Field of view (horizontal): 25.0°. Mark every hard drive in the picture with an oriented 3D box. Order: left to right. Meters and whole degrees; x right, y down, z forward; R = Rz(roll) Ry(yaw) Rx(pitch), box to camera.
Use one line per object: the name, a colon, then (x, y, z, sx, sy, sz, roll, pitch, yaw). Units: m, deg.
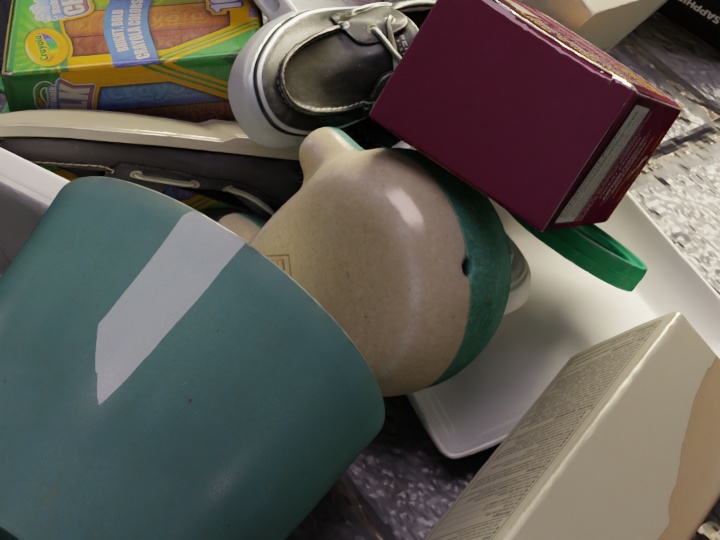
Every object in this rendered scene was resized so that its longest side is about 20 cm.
hard drive: (-0.139, 0.001, 0.902, 0.200, 0.132, 0.027, 25, 64, 25)

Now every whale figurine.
whale figurine: (0.000, 0.000, 0.889, 0.104, 0.159, 0.200, -9, 3, -39)

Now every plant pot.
plant pot: (-0.115, 0.082, 0.783, 0.200, 0.201, 0.161, 25, 64, 25)

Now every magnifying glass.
magnifying glass: (0.093, -0.048, 0.957, 0.080, 0.022, 0.200, 19, 16, -47)

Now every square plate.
square plate: (0.095, 0.016, 0.954, 0.198, 0.028, 0.200, -18, 46, -17)

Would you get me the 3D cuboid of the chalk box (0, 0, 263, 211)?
chalk box: (-0.159, -0.116, 1.028, 0.200, 0.124, 0.124, -5, 44, -3)

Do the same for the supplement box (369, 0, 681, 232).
supplement box: (0.096, -0.087, 0.877, 0.110, 0.086, 0.200, 35, 13, 13)

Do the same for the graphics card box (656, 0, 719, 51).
graphics card box: (0.219, -0.241, 1.147, 0.200, 0.051, 0.126, 32, 49, -5)

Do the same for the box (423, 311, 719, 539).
box: (0.103, 0.118, 0.786, 0.078, 0.095, 0.200, 49, 55, -7)

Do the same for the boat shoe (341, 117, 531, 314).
boat shoe: (0.029, -0.050, 0.954, 0.072, 0.069, 0.200, -22, 46, -19)

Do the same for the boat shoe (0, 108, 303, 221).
boat shoe: (-0.122, -0.056, 0.943, 0.200, 0.063, 0.073, 3, 14, -17)

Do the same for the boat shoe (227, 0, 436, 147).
boat shoe: (0.008, -0.125, 0.919, 0.071, 0.072, 0.200, -8, 15, 42)

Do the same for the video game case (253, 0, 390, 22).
video game case: (-0.024, -0.193, 1.059, 0.182, 0.023, 0.200, 54, 27, 16)

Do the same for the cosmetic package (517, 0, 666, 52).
cosmetic package: (0.097, -0.228, 1.041, 0.103, 0.087, 0.200, -23, 78, -45)

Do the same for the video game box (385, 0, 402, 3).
video game box: (0.078, -0.230, 1.122, 0.182, 0.047, 0.200, 44, 45, -8)

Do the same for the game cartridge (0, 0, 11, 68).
game cartridge: (-0.183, -0.196, 1.105, 0.200, 0.133, 0.041, 1, 43, 3)
